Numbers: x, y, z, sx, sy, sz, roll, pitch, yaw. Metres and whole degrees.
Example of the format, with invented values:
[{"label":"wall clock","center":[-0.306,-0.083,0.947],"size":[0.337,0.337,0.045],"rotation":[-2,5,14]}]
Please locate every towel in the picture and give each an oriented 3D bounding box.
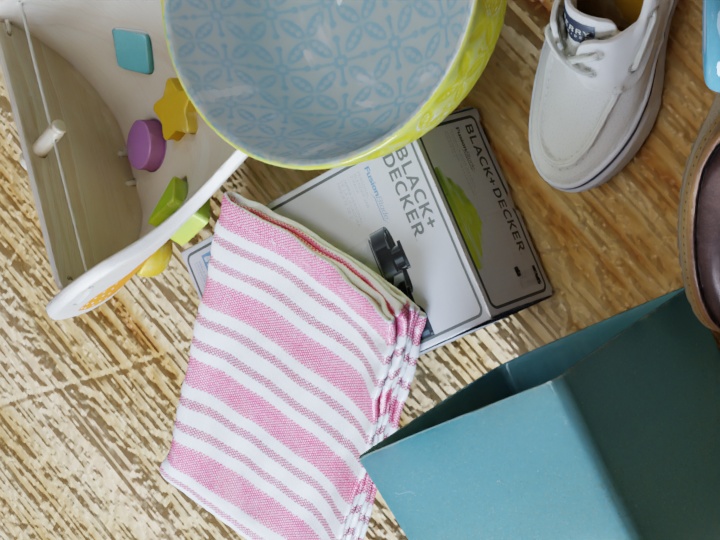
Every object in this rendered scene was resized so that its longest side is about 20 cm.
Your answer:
[{"label":"towel","center":[-0.045,0.072,1.284],"size":[0.146,0.030,0.200],"rotation":[32,121,30]}]

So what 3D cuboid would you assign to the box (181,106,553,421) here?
[{"label":"box","center":[0.000,0.000,1.285],"size":[0.200,0.060,0.117],"rotation":[-25,85,41]}]

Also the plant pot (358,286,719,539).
[{"label":"plant pot","center":[0.128,0.139,1.165],"size":[0.141,0.141,0.200],"rotation":[-25,92,41]}]

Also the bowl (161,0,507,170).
[{"label":"bowl","center":[0.004,-0.150,1.202],"size":[0.200,0.108,0.201],"rotation":[-1,89,34]}]

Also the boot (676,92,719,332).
[{"label":"boot","center":[0.239,-0.044,1.062],"size":[0.166,0.072,0.201],"rotation":[23,112,37]}]

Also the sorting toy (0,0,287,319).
[{"label":"sorting toy","center":[-0.115,-0.097,1.314],"size":[0.180,0.107,0.200],"rotation":[-35,62,38]}]

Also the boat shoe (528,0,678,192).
[{"label":"boat shoe","center":[0.122,-0.126,1.143],"size":[0.071,0.070,0.200],"rotation":[38,123,27]}]

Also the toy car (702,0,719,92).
[{"label":"toy car","center":[0.240,-0.182,0.983],"size":[0.184,0.200,0.177],"rotation":[1,125,6]}]
